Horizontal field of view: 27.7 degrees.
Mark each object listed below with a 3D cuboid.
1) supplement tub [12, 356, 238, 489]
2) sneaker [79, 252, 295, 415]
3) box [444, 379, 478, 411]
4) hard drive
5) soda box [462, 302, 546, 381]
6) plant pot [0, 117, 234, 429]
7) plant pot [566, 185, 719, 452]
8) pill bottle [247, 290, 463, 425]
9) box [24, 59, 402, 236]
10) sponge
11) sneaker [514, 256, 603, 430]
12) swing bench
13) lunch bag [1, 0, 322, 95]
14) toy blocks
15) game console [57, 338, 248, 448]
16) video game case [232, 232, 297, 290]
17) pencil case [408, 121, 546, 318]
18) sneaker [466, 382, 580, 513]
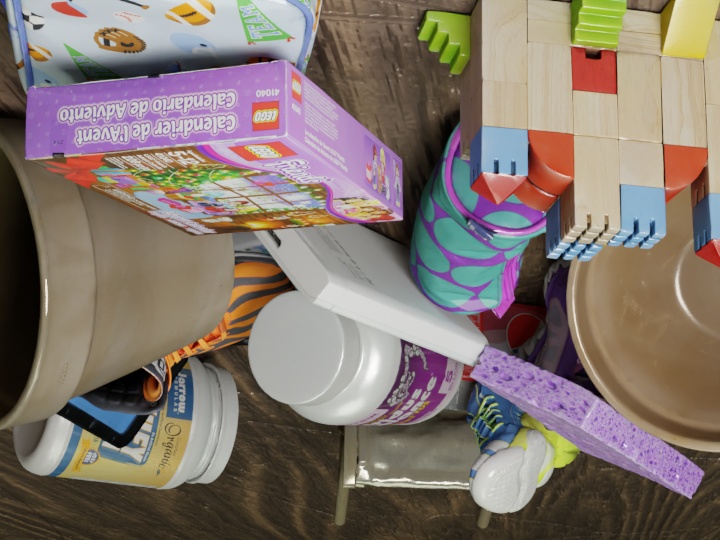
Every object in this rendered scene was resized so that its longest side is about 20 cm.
[{"bbox_3d":[-0.239,0.144,1.483,0.198,0.147,0.144,11,160,-29],"label":"supplement tub"},{"bbox_3d":[-0.137,0.056,1.102,0.198,0.078,0.112,-20,-153,-5],"label":"sneaker"},{"bbox_3d":[0.021,0.108,1.441,0.156,0.049,0.200,6,175,-15],"label":"box"},{"bbox_3d":[0.000,0.000,1.061,0.027,0.132,0.199,-50,142,14],"label":"hard drive"},{"bbox_3d":[0.167,0.073,1.354,0.198,0.064,0.070,9,162,-19],"label":"soda box"},{"bbox_3d":[-0.185,-0.004,0.982,0.172,0.203,0.199,-5,170,-39],"label":"plant pot"},{"bbox_3d":[0.251,0.016,1.016,0.199,0.204,0.093,-8,-171,28],"label":"plant pot"},{"bbox_3d":[-0.003,0.065,1.142,0.111,0.114,0.199,-7,171,27],"label":"pill bottle"},{"bbox_3d":[-0.068,-0.058,0.767,0.135,0.040,0.200,-4,170,17],"label":"box"},{"bbox_3d":[0.178,0.119,1.122,0.111,0.030,0.200,22,172,42],"label":"sponge"},{"bbox_3d":[0.185,0.064,1.213,0.079,0.089,0.201,3,139,-9],"label":"sneaker"},{"bbox_3d":[0.072,0.222,1.740,0.196,0.131,0.200,3,157,-4],"label":"swing bench"},{"bbox_3d":[-0.102,-0.131,0.720,0.158,0.077,0.200,7,163,-8],"label":"lunch bag"},{"bbox_3d":[0.131,-0.068,0.788,0.197,0.139,0.100,5,163,-9],"label":"toy blocks"},{"bbox_3d":[-0.151,0.080,1.250,0.173,0.118,0.200,-1,163,10],"label":"game console"},{"bbox_3d":[-0.071,0.004,1.227,0.198,0.022,0.181,-14,157,39],"label":"video game case"},{"bbox_3d":[0.085,-0.032,0.988,0.092,0.085,0.200,40,165,7],"label":"pencil case"},{"bbox_3d":[0.123,0.151,1.296,0.104,0.077,0.199,27,-161,25],"label":"sneaker"}]
